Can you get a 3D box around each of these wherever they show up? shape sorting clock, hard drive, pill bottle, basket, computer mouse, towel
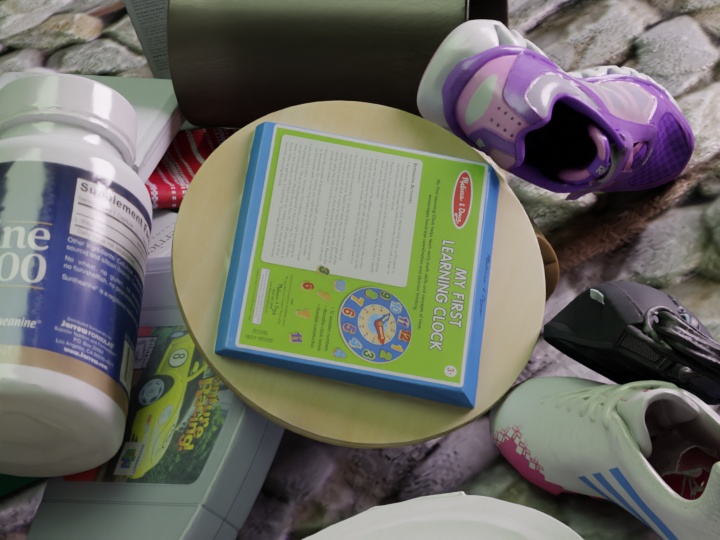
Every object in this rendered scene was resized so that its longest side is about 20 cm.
[{"bbox_3d":[0.000,0.000,1.065,0.199,0.039,0.201,4,61,-7],"label":"shape sorting clock"},{"bbox_3d":[-0.186,-0.087,1.274,0.131,0.026,0.200,3,19,3],"label":"hard drive"},{"bbox_3d":[-0.170,-0.001,1.089,0.111,0.111,0.201,-8,58,19],"label":"pill bottle"},{"bbox_3d":[-0.014,-0.152,1.317,0.199,0.137,0.180,0,23,13],"label":"basket"},{"bbox_3d":[0.174,0.045,1.001,0.046,0.140,0.200,-63,8,-6],"label":"computer mouse"},{"bbox_3d":[-0.112,-0.068,1.300,0.199,0.023,0.145,-3,19,-12],"label":"towel"}]

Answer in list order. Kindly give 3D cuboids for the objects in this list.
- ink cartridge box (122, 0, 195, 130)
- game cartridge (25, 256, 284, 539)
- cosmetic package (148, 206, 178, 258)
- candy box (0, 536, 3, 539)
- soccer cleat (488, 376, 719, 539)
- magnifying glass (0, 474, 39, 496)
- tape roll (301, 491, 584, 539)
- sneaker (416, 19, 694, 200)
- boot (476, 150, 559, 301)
[{"bbox_3d":[-0.094,-0.209,1.415,0.136,0.200,0.076,-11,34,14],"label":"ink cartridge box"},{"bbox_3d":[-0.097,0.078,1.086,0.133,0.041,0.201,-2,58,37],"label":"game cartridge"},{"bbox_3d":[-0.181,0.002,1.279,0.101,0.071,0.200,-40,38,-28],"label":"cosmetic package"},{"bbox_3d":[-0.213,0.191,1.025,0.115,0.055,0.200,-42,36,-9],"label":"candy box"},{"bbox_3d":[0.132,0.078,0.986,0.070,0.087,0.200,-36,36,-22],"label":"soccer cleat"},{"bbox_3d":[-0.170,0.095,1.187,0.199,0.022,0.080,-10,35,15],"label":"magnifying glass"},{"bbox_3d":[0.026,0.192,0.898,0.202,0.071,0.203,-15,34,10],"label":"tape roll"},{"bbox_3d":[0.125,-0.074,1.152,0.088,0.200,0.081,45,113,43],"label":"sneaker"},{"bbox_3d":[0.006,-0.002,1.185,0.199,0.073,0.156,-25,29,5],"label":"boot"}]
